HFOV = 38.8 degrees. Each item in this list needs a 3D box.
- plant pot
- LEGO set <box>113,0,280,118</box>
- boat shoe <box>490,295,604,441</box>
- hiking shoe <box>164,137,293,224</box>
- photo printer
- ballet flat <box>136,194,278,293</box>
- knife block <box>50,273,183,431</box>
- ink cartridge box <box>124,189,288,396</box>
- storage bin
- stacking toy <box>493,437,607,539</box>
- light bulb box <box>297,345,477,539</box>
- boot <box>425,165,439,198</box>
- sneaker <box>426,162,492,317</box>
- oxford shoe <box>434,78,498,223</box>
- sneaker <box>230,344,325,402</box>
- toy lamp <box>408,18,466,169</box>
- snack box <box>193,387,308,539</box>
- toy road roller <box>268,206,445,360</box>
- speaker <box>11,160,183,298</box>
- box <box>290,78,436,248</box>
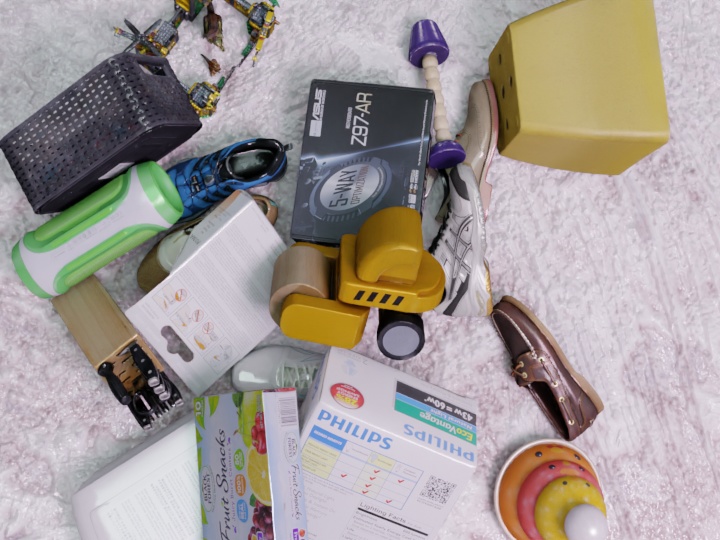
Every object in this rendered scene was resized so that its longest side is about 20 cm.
[{"bbox_3d":[0.264,-0.234,1.305,0.173,0.200,0.204,-5,83,-5],"label":"plant pot"},{"bbox_3d":[-0.194,-0.299,1.271,0.154,0.116,0.200,43,79,-2],"label":"LEGO set"},{"bbox_3d":[0.230,0.127,1.312,0.070,0.070,0.201,-39,90,-16],"label":"boat shoe"},{"bbox_3d":[-0.182,-0.120,1.266,0.198,0.087,0.075,-26,87,-12],"label":"hiking shoe"},{"bbox_3d":[-0.231,0.285,1.215,0.198,0.069,0.168,-32,90,-13],"label":"photo printer"},{"bbox_3d":[-0.189,-0.038,1.262,0.198,0.072,0.069,-27,84,-11],"label":"ballet flat"},{"bbox_3d":[-0.282,0.089,1.178,0.064,0.176,0.201,-36,89,-13],"label":"knife block"},{"bbox_3d":[-0.170,0.029,1.233,0.199,0.050,0.163,-41,127,-9],"label":"ink cartridge box"},{"bbox_3d":[-0.301,-0.157,1.194,0.198,0.135,0.095,-32,88,18],"label":"storage bin"},{"bbox_3d":[0.251,0.289,1.225,0.143,0.200,0.149,0,90,-8],"label":"stacking toy"},{"bbox_3d":[0.010,0.223,1.188,0.195,0.125,0.202,23,119,-6],"label":"light bulb box"},{"bbox_3d":[0.004,-0.095,1.311,0.145,0.070,0.202,29,78,2],"label":"boot"},{"bbox_3d":[0.117,-0.032,1.284,0.086,0.076,0.204,-4,108,8],"label":"sneaker"},{"bbox_3d":[0.137,-0.155,1.334,0.073,0.070,0.204,7,81,-3],"label":"oxford shoe"},{"bbox_3d":[-0.061,0.128,1.260,0.196,0.080,0.072,3,84,-8],"label":"sneaker"},{"bbox_3d":[0.097,-0.232,1.327,0.057,0.058,0.204,-4,70,-10],"label":"toy lamp"},{"bbox_3d":[-0.122,0.237,1.133,0.052,0.141,0.204,1,80,-40],"label":"snack box"},{"bbox_3d":[0.000,0.000,1.172,0.196,0.124,0.148,9,124,-6],"label":"toy road roller"},{"bbox_3d":[-0.311,-0.048,1.212,0.198,0.088,0.089,-30,88,7],"label":"speaker"},{"bbox_3d":[0.005,-0.127,1.262,0.157,0.044,0.204,7,83,8],"label":"box"}]
